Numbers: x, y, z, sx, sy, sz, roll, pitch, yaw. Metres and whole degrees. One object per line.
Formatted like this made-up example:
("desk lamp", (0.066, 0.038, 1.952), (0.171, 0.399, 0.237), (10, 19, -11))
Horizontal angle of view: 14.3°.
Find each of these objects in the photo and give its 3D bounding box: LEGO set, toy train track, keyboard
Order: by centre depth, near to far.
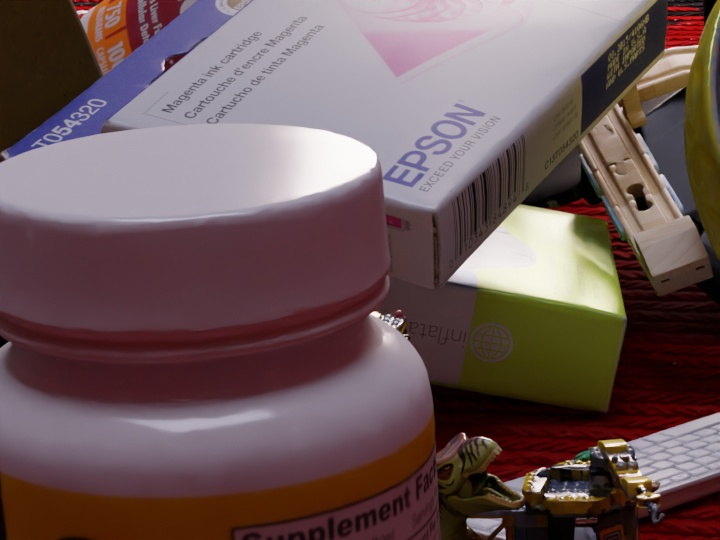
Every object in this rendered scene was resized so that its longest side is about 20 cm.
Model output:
("LEGO set", (0.013, 0.067, 0.846), (0.153, 0.116, 0.200), (2, 17, 19))
("keyboard", (0.114, 0.067, 1.020), (0.200, 0.011, 0.056), (-14, 19, -34))
("toy train track", (0.100, -0.058, 1.166), (0.114, 0.033, 0.200), (-20, 35, -1))

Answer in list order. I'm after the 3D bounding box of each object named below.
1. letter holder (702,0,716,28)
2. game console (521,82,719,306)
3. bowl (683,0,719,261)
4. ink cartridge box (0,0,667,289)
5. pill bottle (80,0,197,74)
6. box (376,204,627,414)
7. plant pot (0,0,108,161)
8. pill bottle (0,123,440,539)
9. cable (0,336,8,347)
("letter holder", (0.256, -0.093, 1.387), (0.199, 0.101, 0.142), (1, 19, 16))
("game console", (0.183, -0.050, 1.257), (0.200, 0.117, 0.176), (-36, 65, -23))
("bowl", (0.205, -0.033, 1.109), (0.200, 0.201, 0.108), (-10, -18, -22))
("ink cartridge box", (-0.009, -0.079, 1.130), (0.200, 0.043, 0.196), (17, 39, 24))
("pill bottle", (-0.031, -0.118, 1.377), (0.200, 0.113, 0.113), (-27, 7, 22))
("box", (0.000, 0.000, 1.127), (0.199, 0.048, 0.122), (10, 20, -3))
("plant pot", (-0.250, -0.098, 1.190), (0.200, 0.196, 0.194), (-31, 25, -23))
("pill bottle", (-0.036, 0.072, 0.694), (0.114, 0.201, 0.114), (-3, 16, 1))
("cable", (-0.174, 0.038, 1.126), (0.199, 0.051, 0.163), (12, 27, 28))
